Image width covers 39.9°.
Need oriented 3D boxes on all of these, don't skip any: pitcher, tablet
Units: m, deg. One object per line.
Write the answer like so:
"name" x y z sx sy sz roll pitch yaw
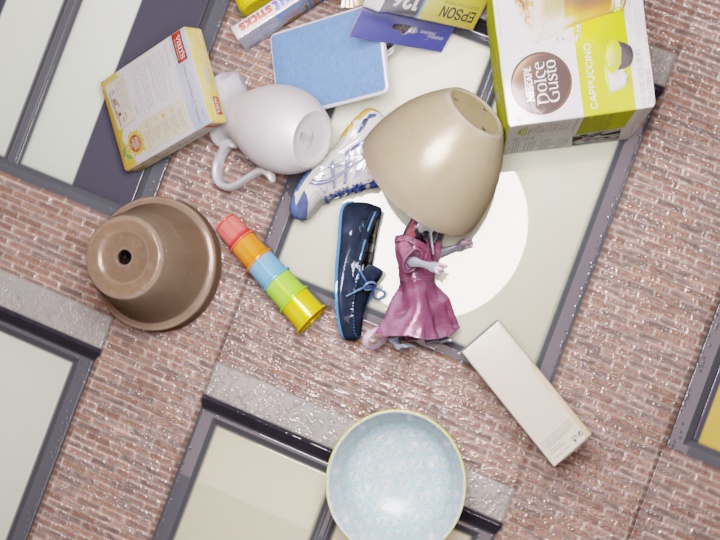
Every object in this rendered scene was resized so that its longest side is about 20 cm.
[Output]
"pitcher" -0.140 -0.186 1.433 0.198 0.120 0.175 22 106 39
"tablet" -0.047 -0.304 1.455 0.197 0.014 0.133 -8 88 32

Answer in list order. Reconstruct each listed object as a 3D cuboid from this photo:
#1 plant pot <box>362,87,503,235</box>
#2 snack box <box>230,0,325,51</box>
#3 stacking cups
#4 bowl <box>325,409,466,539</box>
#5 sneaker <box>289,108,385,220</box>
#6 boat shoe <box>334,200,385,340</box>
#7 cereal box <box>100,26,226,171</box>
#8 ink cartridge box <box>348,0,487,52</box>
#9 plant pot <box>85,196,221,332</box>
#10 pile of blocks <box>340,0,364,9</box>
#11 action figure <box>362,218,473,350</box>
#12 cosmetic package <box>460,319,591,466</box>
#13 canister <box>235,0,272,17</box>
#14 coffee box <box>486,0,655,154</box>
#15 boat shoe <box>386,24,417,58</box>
"plant pot" 0.121 -0.168 1.359 0.200 0.200 0.135 45 124 6
"snack box" -0.098 -0.396 1.477 0.198 0.072 0.025 -32 85 3
"stacking cups" -0.135 -0.002 1.467 0.060 0.060 0.201 -41 83 2
"bowl" 0.054 0.295 1.408 0.196 0.108 0.205 0 87 6
"sneaker" -0.019 -0.140 1.455 0.088 0.075 0.200 42 92 6
"boat shoe" 0.000 0.000 1.441 0.067 0.084 0.205 1 89 11
"cereal box" -0.292 -0.248 1.460 0.198 0.039 0.147 -20 84 35
"ink cartridge box" 0.102 -0.389 1.359 0.047 0.195 0.202 46 124 34
"plant pot" -0.314 -0.012 1.430 0.196 0.175 0.205 0 88 7
"pile of blocks" -0.026 -0.416 1.408 0.196 0.062 0.084 8 103 -7
"action figure" 0.081 0.008 1.437 0.146 0.133 0.204 -8 87 29
"cosmetic package" 0.230 0.170 1.400 0.073 0.104 0.201 -38 85 2
"canister" -0.156 -0.501 1.483 0.146 0.087 0.203 -25 86 4
"coffee box" 0.280 -0.287 1.368 0.193 0.200 0.204 -7 86 6
"boat shoe" 0.020 -0.331 1.463 0.198 0.069 0.073 -31 85 4
